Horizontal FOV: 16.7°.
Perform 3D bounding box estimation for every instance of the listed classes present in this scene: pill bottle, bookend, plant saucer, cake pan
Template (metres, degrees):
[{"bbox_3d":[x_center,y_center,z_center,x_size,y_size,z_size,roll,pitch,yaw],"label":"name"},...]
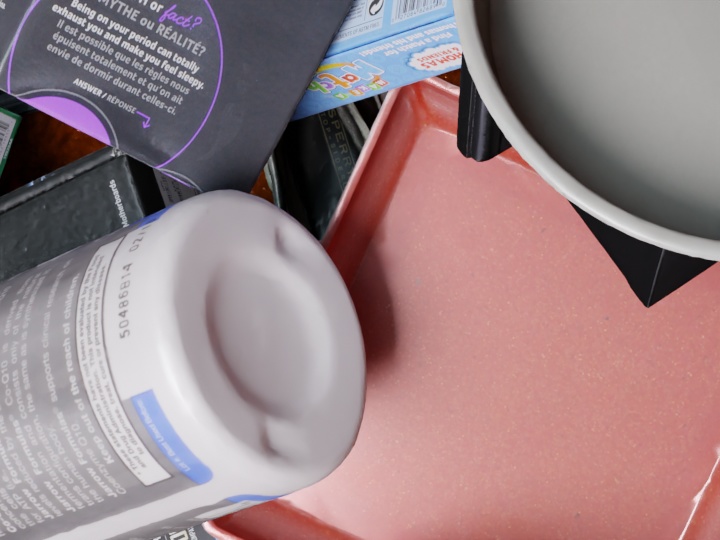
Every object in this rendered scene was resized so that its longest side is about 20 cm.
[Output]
[{"bbox_3d":[-0.105,0.052,0.930,0.200,0.114,0.114,-21,80,36],"label":"pill bottle"},{"bbox_3d":[0.172,-0.039,0.879,0.198,0.092,0.200,-33,73,-10],"label":"bookend"},{"bbox_3d":[0.065,0.050,0.966,0.199,0.037,0.201,24,97,-1],"label":"plant saucer"},{"bbox_3d":[0.130,-0.092,0.828,0.199,0.037,0.201,0,72,0],"label":"cake pan"}]

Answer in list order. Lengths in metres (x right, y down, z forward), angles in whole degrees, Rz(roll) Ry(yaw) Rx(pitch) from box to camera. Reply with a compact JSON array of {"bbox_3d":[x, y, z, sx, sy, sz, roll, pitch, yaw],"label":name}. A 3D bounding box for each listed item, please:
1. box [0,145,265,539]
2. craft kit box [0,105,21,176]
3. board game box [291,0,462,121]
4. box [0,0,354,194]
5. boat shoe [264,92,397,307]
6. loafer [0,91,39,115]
[{"bbox_3d":[-0.117,0.068,1.058,0.163,0.086,0.201,-23,79,23],"label":"box"},{"bbox_3d":[-0.262,0.000,1.062,0.197,0.048,0.201,15,85,34],"label":"craft kit box"},{"bbox_3d":[0.009,-0.164,0.969,0.151,0.037,0.201,-14,60,45],"label":"board game box"},{"bbox_3d":[-0.064,-0.145,0.912,0.106,0.122,0.200,33,95,53],"label":"box"},{"bbox_3d":[0.000,0.000,1.018,0.071,0.064,0.201,-25,78,22],"label":"boat shoe"},{"bbox_3d":[-0.132,-0.106,1.062,0.199,0.073,0.073,6,114,34],"label":"loafer"}]
